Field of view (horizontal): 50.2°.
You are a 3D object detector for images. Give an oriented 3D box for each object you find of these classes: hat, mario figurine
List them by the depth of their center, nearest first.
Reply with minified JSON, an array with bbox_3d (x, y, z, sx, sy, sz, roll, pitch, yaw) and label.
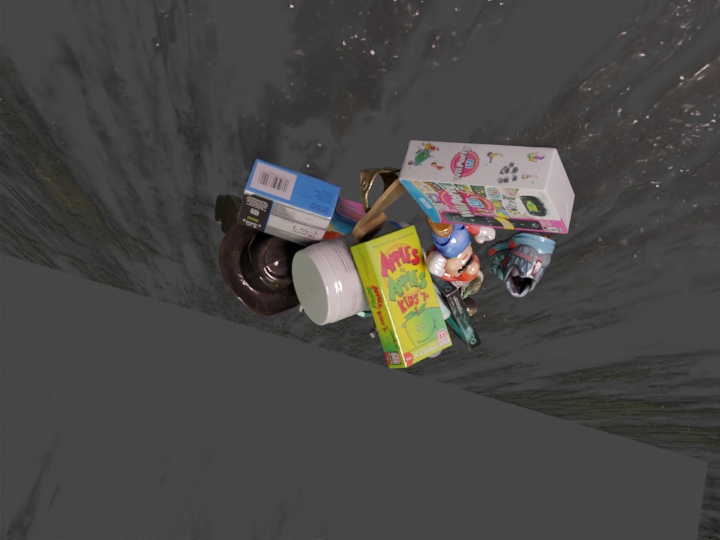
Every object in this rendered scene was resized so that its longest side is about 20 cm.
[{"bbox_3d":[0.161,-0.037,1.218,0.122,0.107,0.200,-13,152,4],"label":"mario figurine"},{"bbox_3d":[-0.143,-0.022,1.339,0.200,0.202,0.081,24,148,-33],"label":"hat"}]

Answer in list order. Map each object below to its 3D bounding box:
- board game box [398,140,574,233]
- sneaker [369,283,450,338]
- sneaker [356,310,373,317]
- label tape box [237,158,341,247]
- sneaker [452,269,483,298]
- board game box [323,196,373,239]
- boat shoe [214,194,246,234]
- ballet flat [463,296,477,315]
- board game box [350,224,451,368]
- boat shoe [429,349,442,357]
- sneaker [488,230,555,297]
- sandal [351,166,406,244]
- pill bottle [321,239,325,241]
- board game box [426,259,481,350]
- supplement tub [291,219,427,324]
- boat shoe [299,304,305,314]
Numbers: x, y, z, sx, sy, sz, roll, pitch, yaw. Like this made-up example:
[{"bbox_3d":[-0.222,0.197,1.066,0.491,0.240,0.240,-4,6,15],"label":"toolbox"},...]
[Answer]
[{"bbox_3d":[0.172,-0.111,1.032,0.198,0.065,0.147,8,164,29],"label":"board game box"},{"bbox_3d":[0.077,0.080,1.382,0.078,0.139,0.200,59,174,-5],"label":"sneaker"},{"bbox_3d":[0.006,0.044,1.453,0.079,0.131,0.199,38,-155,20],"label":"sneaker"},{"bbox_3d":[-0.125,-0.094,1.273,0.143,0.064,0.200,18,157,-7],"label":"label tape box"},{"bbox_3d":[0.190,0.027,1.504,0.076,0.089,0.200,10,166,21],"label":"sneaker"},{"bbox_3d":[-0.085,-0.104,1.391,0.198,0.041,0.153,17,166,-6],"label":"board game box"},{"bbox_3d":[-0.229,-0.105,1.448,0.064,0.073,0.200,7,-172,-21],"label":"boat shoe"},{"bbox_3d":[0.175,0.065,1.601,0.067,0.047,0.200,5,-169,-31],"label":"ballet flat"},{"bbox_3d":[0.065,0.041,1.209,0.101,0.202,0.047,-20,-176,-33],"label":"board game box"},{"bbox_3d":[0.112,0.085,1.623,0.070,0.202,0.091,-26,-169,-19],"label":"boat shoe"},{"bbox_3d":[0.258,-0.001,1.299,0.079,0.096,0.200,16,166,-3],"label":"sneaker"},{"bbox_3d":[0.019,-0.118,1.155,0.070,0.077,0.212,50,147,10],"label":"sandal"},{"bbox_3d":[-0.107,-0.020,1.601,0.110,0.112,0.200,13,167,9],"label":"pill bottle"},{"bbox_3d":[0.150,0.047,1.442,0.136,0.028,0.200,62,173,-32],"label":"board game box"},{"bbox_3d":[0.000,0.000,1.285,0.198,0.133,0.132,-18,-178,-27],"label":"supplement tub"},{"bbox_3d":[-0.040,0.038,1.596,0.063,0.199,0.073,45,150,15],"label":"boat shoe"}]
